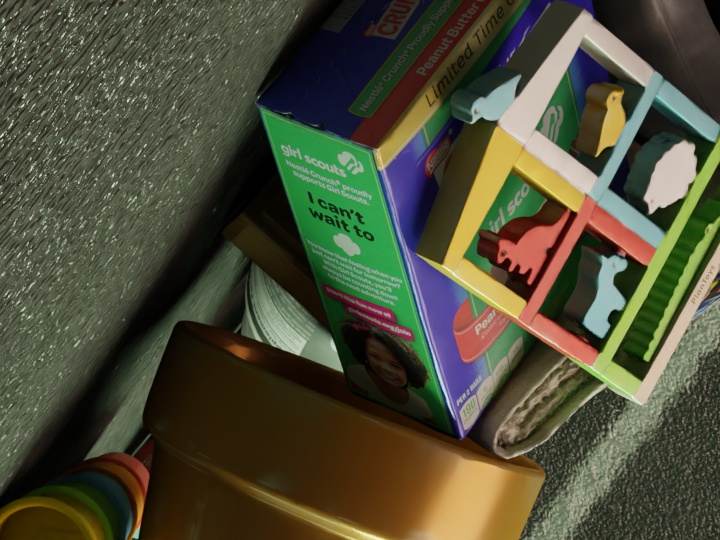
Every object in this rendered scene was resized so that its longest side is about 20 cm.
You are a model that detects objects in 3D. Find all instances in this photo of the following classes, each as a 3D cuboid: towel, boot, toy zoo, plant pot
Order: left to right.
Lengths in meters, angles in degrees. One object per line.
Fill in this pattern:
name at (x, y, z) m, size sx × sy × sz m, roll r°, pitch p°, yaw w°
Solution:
plant pot at (-0.033, 0.147, 1.449) m, size 0.200 × 0.199 × 0.184 m, roll -1°, pitch 112°, yaw -85°
towel at (0.109, 0.010, 1.455) m, size 0.200 × 0.035 × 0.132 m, roll -42°, pitch -156°, yaw -12°
toy zoo at (0.101, -0.034, 1.325) m, size 0.200 × 0.020 × 0.132 m, roll 33°, pitch 85°, yaw -44°
boot at (0.127, -0.149, 1.368) m, size 0.070 × 0.201 × 0.132 m, roll -31°, pitch 174°, yaw -11°

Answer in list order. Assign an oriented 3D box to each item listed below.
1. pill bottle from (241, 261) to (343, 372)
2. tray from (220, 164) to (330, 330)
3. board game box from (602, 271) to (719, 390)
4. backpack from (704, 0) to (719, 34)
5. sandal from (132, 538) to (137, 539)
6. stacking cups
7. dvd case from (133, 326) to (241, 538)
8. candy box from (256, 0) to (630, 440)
pill bottle at (0.000, 0.000, 1.588) m, size 0.114 × 0.114 × 0.200 m, roll -52°, pitch 175°, yaw -27°
tray at (0.028, -0.061, 1.479) m, size 0.200 × 0.099 × 0.037 m, roll -52°, pitch -174°, yaw -27°
board game box at (0.130, 0.028, 1.611) m, size 0.200 × 0.062 × 0.200 m, roll -38°, pitch 172°, yaw 26°
backpack at (0.224, -0.176, 1.676) m, size 0.190 × 0.154 × 0.200 m, roll -34°, pitch 179°, yaw -42°
sandal at (-0.114, 0.153, 2.035) m, size 0.200 × 0.045 × 0.075 m, roll -58°, pitch 176°, yaw 40°
stacking cups at (-0.142, 0.131, 1.468) m, size 0.061 × 0.060 × 0.200 m, roll -54°, pitch 177°, yaw 6°
dvd case at (-0.052, 0.093, 1.744) m, size 0.200 × 0.145 × 0.022 m, roll -52°, pitch 133°, yaw -34°
candy box at (0.046, -0.053, 1.358) m, size 0.169 × 0.077 × 0.201 m, roll -51°, pitch 142°, yaw -28°
